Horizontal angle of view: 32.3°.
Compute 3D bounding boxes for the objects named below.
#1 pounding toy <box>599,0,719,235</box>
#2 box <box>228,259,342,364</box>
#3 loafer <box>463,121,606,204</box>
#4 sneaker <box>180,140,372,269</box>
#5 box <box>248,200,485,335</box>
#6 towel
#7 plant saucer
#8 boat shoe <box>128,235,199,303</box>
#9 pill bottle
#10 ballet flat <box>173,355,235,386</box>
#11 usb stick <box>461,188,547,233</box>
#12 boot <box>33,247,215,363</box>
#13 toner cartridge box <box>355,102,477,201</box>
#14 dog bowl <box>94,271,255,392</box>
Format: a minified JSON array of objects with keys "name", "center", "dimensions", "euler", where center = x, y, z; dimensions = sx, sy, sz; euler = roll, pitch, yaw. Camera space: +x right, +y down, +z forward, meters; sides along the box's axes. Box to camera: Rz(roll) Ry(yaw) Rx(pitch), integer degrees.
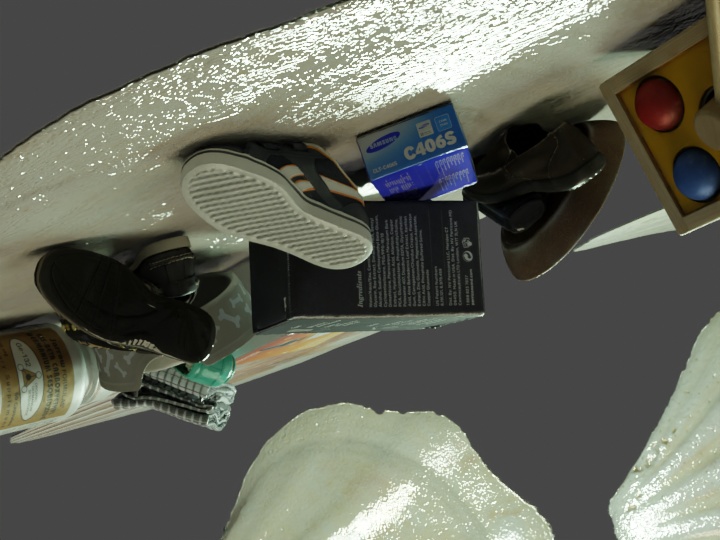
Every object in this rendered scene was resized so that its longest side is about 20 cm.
[{"name":"pounding toy","center":[0.314,-0.151,1.069],"dimensions":[0.141,0.185,0.200],"euler":[-28,179,-34]},{"name":"box","center":[-0.091,0.041,1.589],"dimensions":[0.152,0.107,0.199],"euler":[-25,170,40]},{"name":"loafer","center":[0.171,-0.121,1.289],"dimensions":[0.073,0.072,0.199],"euler":[-37,-163,-30]},{"name":"sneaker","center":[-0.072,-0.068,1.038],"dimensions":[0.078,0.080,0.199],"euler":[-30,143,29]},{"name":"box","center":[0.000,0.000,1.269],"dimensions":[0.198,0.119,0.197],"euler":[-1,173,-16]},{"name":"towel","center":[-0.290,0.194,1.942],"dimensions":[0.164,0.086,0.200],"euler":[18,176,6]},{"name":"plant saucer","center":[0.211,-0.084,1.351],"dimensions":[0.034,0.202,0.200],"euler":[30,153,-15]},{"name":"boat shoe","center":[-0.207,0.018,1.308],"dimensions":[0.072,0.063,0.200],"euler":[-17,172,-18]},{"name":"pill bottle","center":[-0.376,0.120,1.413],"dimensions":[0.114,0.116,0.199],"euler":[-25,171,36]},{"name":"ballet flat","center":[-0.230,0.083,1.533],"dimensions":[0.070,0.068,0.199],"euler":[25,-179,-43]},{"name":"usb stick","center":[0.157,-0.079,1.379],"dimensions":[0.055,0.033,0.200],"euler":[-32,-165,-1]},{"name":"boot","center":[-0.255,0.034,1.211],"dimensions":[0.199,0.074,0.150],"euler":[25,165,-40]},{"name":"toner cartridge box","center":[0.058,-0.104,1.190],"dimensions":[0.094,0.044,0.200],"euler":[-21,172,5]},{"name":"dog bowl","center":[-0.210,0.063,1.400],"dimensions":[0.198,0.059,0.200],"euler":[-19,-165,5]}]
